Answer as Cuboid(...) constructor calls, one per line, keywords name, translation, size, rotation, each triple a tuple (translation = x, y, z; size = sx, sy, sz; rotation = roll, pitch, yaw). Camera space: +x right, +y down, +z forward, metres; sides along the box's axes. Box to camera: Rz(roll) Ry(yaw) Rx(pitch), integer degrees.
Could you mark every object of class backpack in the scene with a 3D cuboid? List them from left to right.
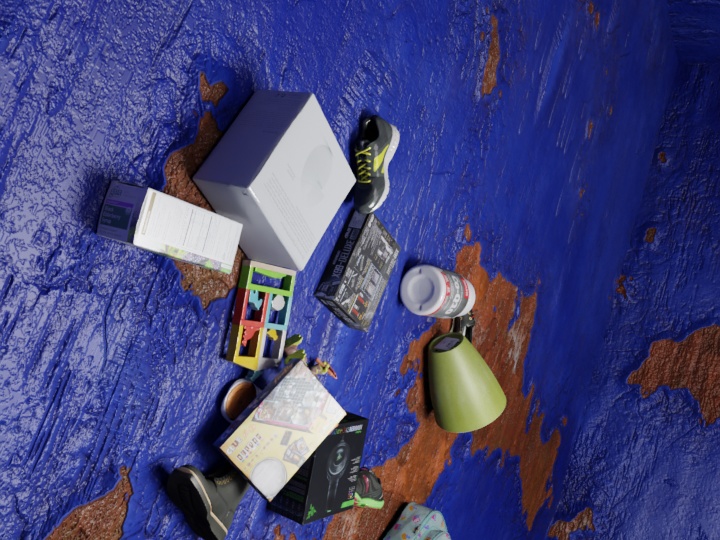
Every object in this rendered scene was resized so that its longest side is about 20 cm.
Cuboid(name="backpack", translation=(0.142, 0.680, 1.918), size=(0.200, 0.152, 0.177), rotation=(-55, 136, -43))

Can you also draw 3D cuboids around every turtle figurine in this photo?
Cuboid(name="turtle figurine", translation=(-0.097, 0.199, 1.454), size=(0.201, 0.064, 0.162), rotation=(-87, 157, -56))

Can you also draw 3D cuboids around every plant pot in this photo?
Cuboid(name="plant pot", translation=(0.243, 0.260, 1.934), size=(0.187, 0.186, 0.201), rotation=(-42, 119, -43))

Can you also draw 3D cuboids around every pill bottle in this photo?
Cuboid(name="pill bottle", translation=(0.185, 0.052, 1.815), size=(0.199, 0.113, 0.115), rotation=(11, 90, -58))

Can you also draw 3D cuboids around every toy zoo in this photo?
Cuboid(name="toy zoo", translation=(-0.171, 0.090, 1.347), size=(0.131, 0.020, 0.202), rotation=(16, 83, -57))

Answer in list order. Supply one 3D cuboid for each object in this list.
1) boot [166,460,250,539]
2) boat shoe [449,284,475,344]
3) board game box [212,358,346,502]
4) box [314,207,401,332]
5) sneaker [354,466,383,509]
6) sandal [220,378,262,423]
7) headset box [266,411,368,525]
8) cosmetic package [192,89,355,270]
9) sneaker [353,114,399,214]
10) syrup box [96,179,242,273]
Cuboid(name="boot", translation=(-0.241, 0.342, 1.293), size=(0.201, 0.077, 0.139), rotation=(84, 29, -46))
Cuboid(name="boat shoe", translation=(0.270, 0.129, 2.023), size=(0.073, 0.063, 0.203), rotation=(8, 92, -56))
Cuboid(name="board game box", translation=(-0.133, 0.267, 1.326), size=(0.200, 0.035, 0.136), rotation=(-46, 110, -23))
Cuboid(name="box", translation=(0.000, 0.000, 1.569), size=(0.158, 0.049, 0.201), rotation=(46, 61, -53))
Cuboid(name="sneaker", translation=(-0.011, 0.464, 1.694), size=(0.200, 0.076, 0.085), rotation=(43, 47, -57))
Cuboid(name="sandal", translation=(-0.169, 0.259, 1.378), size=(0.080, 0.059, 0.207), rotation=(-63, 144, -23))
Cuboid(name="headset box", translation=(-0.082, 0.381, 1.522), size=(0.174, 0.092, 0.202), rotation=(9, 93, -57))
Cuboid(name="cosmetic package", translation=(-0.131, -0.144, 1.252), size=(0.201, 0.122, 0.200), rotation=(-61, 144, -27))
Cuboid(name="sneaker", translation=(0.013, -0.208, 1.518), size=(0.084, 0.074, 0.202), rotation=(34, 62, -49))
Cuboid(name="syrup box", translation=(-0.265, -0.058, 1.110), size=(0.200, 0.078, 0.082), rotation=(20, 83, -58))
